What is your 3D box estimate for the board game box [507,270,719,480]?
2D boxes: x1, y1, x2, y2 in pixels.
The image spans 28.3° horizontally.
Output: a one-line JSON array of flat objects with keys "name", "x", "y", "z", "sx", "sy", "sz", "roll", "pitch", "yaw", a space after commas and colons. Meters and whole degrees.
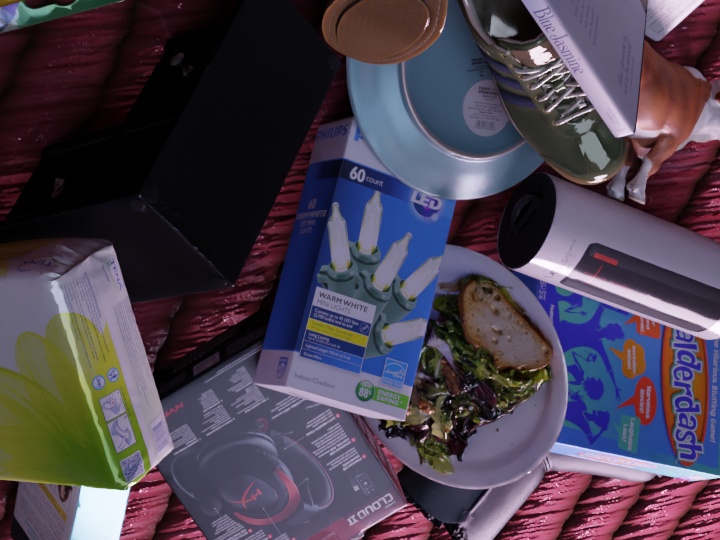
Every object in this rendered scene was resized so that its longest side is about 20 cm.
[{"name": "board game box", "x": 0.213, "y": 0.083, "z": 1.178, "sx": 0.200, "sy": 0.045, "sz": 0.152, "roll": 13, "pitch": 72, "yaw": -26}]

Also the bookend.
[{"name": "bookend", "x": -0.143, "y": -0.081, "z": 0.970, "sx": 0.092, "sy": 0.198, "sz": 0.200, "roll": 47, "pitch": 52, "yaw": -33}]

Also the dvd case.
[{"name": "dvd case", "x": 0.136, "y": -0.201, "z": 0.921, "sx": 0.018, "sy": 0.143, "sz": 0.200, "roll": -12, "pitch": 139, "yaw": 33}]

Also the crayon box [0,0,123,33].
[{"name": "crayon box", "x": -0.206, "y": -0.246, "z": 0.895, "sx": 0.125, "sy": 0.052, "sz": 0.200, "roll": -17, "pitch": 122, "yaw": -10}]

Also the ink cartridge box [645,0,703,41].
[{"name": "ink cartridge box", "x": 0.185, "y": -0.263, "z": 0.988, "sx": 0.200, "sy": 0.050, "sz": 0.161, "roll": 26, "pitch": 138, "yaw": -21}]

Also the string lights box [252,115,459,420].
[{"name": "string lights box", "x": 0.000, "y": 0.000, "z": 1.045, "sx": 0.103, "sy": 0.059, "sz": 0.200, "roll": 18, "pitch": 80, "yaw": -27}]

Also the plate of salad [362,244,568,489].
[{"name": "plate of salad", "x": 0.065, "y": 0.078, "z": 1.100, "sx": 0.048, "sy": 0.200, "sz": 0.200, "roll": -27, "pitch": 135, "yaw": -54}]

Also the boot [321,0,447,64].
[{"name": "boot", "x": 0.032, "y": -0.240, "z": 0.926, "sx": 0.077, "sy": 0.156, "sz": 0.200, "roll": 13, "pitch": 152, "yaw": -4}]

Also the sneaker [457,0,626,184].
[{"name": "sneaker", "x": 0.116, "y": -0.142, "z": 0.954, "sx": 0.067, "sy": 0.090, "sz": 0.200, "roll": -30, "pitch": 96, "yaw": 7}]

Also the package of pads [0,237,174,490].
[{"name": "package of pads", "x": -0.226, "y": 0.057, "z": 0.926, "sx": 0.068, "sy": 0.200, "sz": 0.155, "roll": -37, "pitch": 118, "yaw": -51}]

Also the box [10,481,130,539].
[{"name": "box", "x": -0.212, "y": 0.149, "z": 1.071, "sx": 0.049, "sy": 0.082, "sz": 0.200, "roll": -12, "pitch": 133, "yaw": -38}]

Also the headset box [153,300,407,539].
[{"name": "headset box", "x": -0.068, "y": 0.146, "z": 1.113, "sx": 0.148, "sy": 0.075, "sz": 0.200, "roll": -32, "pitch": 106, "yaw": 2}]

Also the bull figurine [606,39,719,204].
[{"name": "bull figurine", "x": 0.210, "y": -0.119, "z": 1.073, "sx": 0.200, "sy": 0.065, "sz": 0.122, "roll": 26, "pitch": 88, "yaw": -41}]

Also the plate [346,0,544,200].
[{"name": "plate", "x": 0.083, "y": -0.149, "z": 1.028, "sx": 0.200, "sy": 0.026, "sz": 0.201, "roll": -5, "pitch": 101, "yaw": -27}]

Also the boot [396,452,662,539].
[{"name": "boot", "x": 0.147, "y": 0.174, "z": 1.233, "sx": 0.200, "sy": 0.076, "sz": 0.168, "roll": 34, "pitch": 99, "yaw": -24}]

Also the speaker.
[{"name": "speaker", "x": 0.209, "y": -0.010, "z": 1.126, "sx": 0.200, "sy": 0.081, "sz": 0.081, "roll": 19, "pitch": 110, "yaw": -24}]
